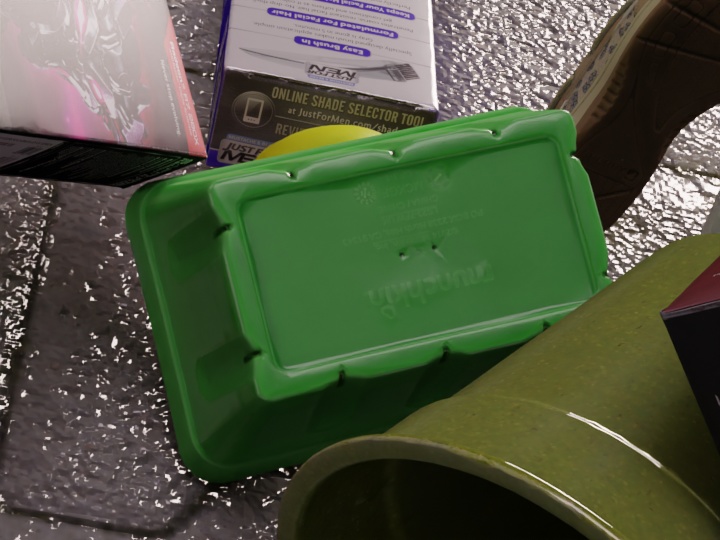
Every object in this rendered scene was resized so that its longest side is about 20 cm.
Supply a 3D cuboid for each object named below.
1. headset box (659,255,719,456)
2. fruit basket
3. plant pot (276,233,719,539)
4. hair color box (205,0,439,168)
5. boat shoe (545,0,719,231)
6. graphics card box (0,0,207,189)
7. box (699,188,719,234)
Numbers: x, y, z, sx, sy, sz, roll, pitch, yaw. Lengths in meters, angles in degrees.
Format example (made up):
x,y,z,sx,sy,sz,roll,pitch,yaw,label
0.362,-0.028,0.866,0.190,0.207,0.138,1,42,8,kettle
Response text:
x,y,z,sx,sy,sz,roll,pitch,yaw,label
0.186,0.042,0.665,0.200,0.077,0.149,-37,106,-50,headset box
0.000,0.000,0.903,0.215,0.215,0.156,-10,82,-30,fruit basket
0.105,0.085,0.738,0.200,0.200,0.190,32,52,19,plant pot
-0.020,-0.121,1.072,0.109,0.065,0.200,11,33,-7,hair color box
0.144,-0.105,1.016,0.073,0.200,0.063,28,27,-29,boat shoe
-0.136,-0.101,0.803,0.200,0.051,0.126,2,73,-68,graphics card box
0.242,-0.054,0.981,0.112,0.200,0.101,23,38,8,box
